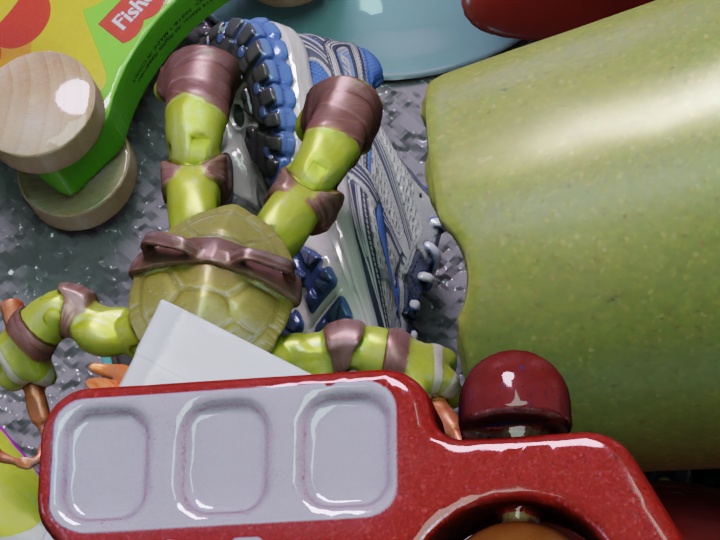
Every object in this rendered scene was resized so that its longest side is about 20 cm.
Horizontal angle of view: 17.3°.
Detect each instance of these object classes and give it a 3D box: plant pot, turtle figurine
[{"bbox_3d":[0.120,-0.015,0.746,0.183,0.201,0.202,-10,64,7],"label":"plant pot"},{"bbox_3d":[-0.055,0.002,0.782,0.198,0.065,0.162,4,56,12],"label":"turtle figurine"}]

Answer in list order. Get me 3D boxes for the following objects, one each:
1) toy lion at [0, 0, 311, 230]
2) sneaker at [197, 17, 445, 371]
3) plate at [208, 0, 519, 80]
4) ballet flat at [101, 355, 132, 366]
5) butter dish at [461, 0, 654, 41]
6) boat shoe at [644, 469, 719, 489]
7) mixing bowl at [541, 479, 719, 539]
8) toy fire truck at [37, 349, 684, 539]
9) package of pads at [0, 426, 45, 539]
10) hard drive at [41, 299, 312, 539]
[{"bbox_3d":[-0.135,-0.126,0.945,0.191,0.069,0.200,39,79,24],"label":"toy lion"},{"bbox_3d":[0.000,0.000,0.883,0.085,0.077,0.201,-4,78,-38],"label":"sneaker"},{"bbox_3d":[0.007,-0.172,0.999,0.199,0.026,0.201,0,63,-1],"label":"plate"},{"bbox_3d":[-0.044,0.077,0.820,0.068,0.068,0.201,-26,39,7],"label":"ballet flat"},{"bbox_3d":[0.117,-0.204,0.946,0.199,0.201,0.148,-2,27,-25],"label":"butter dish"},{"bbox_3d":[0.122,0.093,0.833,0.070,0.091,0.202,3,64,0],"label":"boat shoe"},{"bbox_3d":[0.112,0.168,0.739,0.199,0.108,0.202,1,88,-18],"label":"mixing bowl"},{"bbox_3d":[0.006,0.104,0.651,0.198,0.112,0.169,-6,67,10],"label":"toy fire truck"},{"bbox_3d":[-0.176,0.146,0.810,0.200,0.068,0.155,-39,72,-20],"label":"package of pads"},{"bbox_3d":[-0.047,0.128,0.717,0.131,0.026,0.201,27,83,-2],"label":"hard drive"}]
